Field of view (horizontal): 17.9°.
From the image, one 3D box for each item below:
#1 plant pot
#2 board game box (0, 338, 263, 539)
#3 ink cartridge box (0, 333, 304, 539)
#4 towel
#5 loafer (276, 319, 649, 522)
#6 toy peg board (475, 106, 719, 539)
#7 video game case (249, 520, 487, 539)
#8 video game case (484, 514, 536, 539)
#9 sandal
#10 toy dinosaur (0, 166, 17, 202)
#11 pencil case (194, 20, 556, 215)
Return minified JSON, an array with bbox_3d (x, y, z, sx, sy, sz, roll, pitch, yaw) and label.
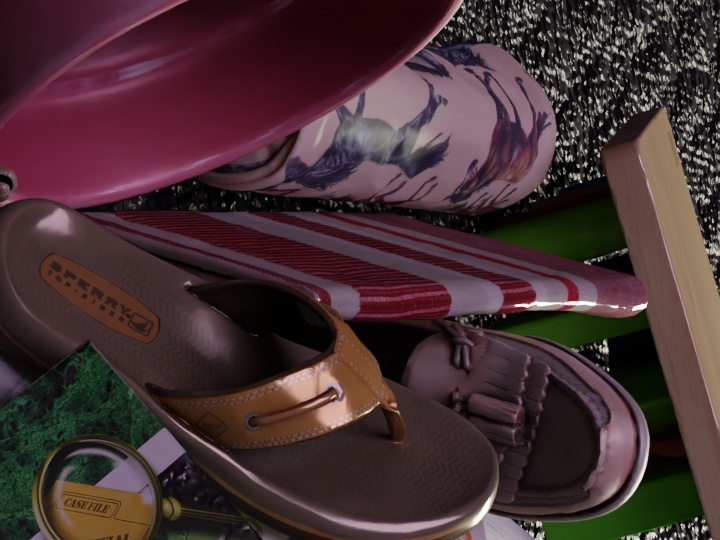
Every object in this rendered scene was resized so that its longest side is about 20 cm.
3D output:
[{"bbox_3d":[-0.082,-0.144,0.818,0.200,0.200,0.180,-5,68,-55],"label":"plant pot"},{"bbox_3d":[-0.122,0.120,0.671,0.200,0.023,0.105,-40,83,-24],"label":"board game box"},{"bbox_3d":[-0.112,0.047,0.751,0.200,0.039,0.099,41,39,1],"label":"ink cartridge box"},{"bbox_3d":[0.000,0.000,0.899,0.199,0.144,0.023,-1,102,-48],"label":"towel"},{"bbox_3d":[0.022,0.047,0.897,0.063,0.200,0.072,14,95,-44],"label":"loafer"},{"bbox_3d":[0.126,0.035,1.129,0.199,0.097,0.201,-39,114,-76],"label":"toy peg board"},{"bbox_3d":[-0.037,0.137,0.782,0.199,0.036,0.182,16,39,-22],"label":"video game case"},{"bbox_3d":[0.028,0.175,0.997,0.200,0.023,0.183,42,47,-41],"label":"video game case"},{"bbox_3d":[-0.036,0.030,0.755,0.199,0.054,0.081,31,39,-12],"label":"sandal"},{"bbox_3d":[-0.204,-0.040,0.702,0.199,0.058,0.101,28,26,-24],"label":"toy dinosaur"},{"bbox_3d":[-0.001,-0.070,0.989,0.200,0.089,0.078,3,119,-53],"label":"pencil case"}]
